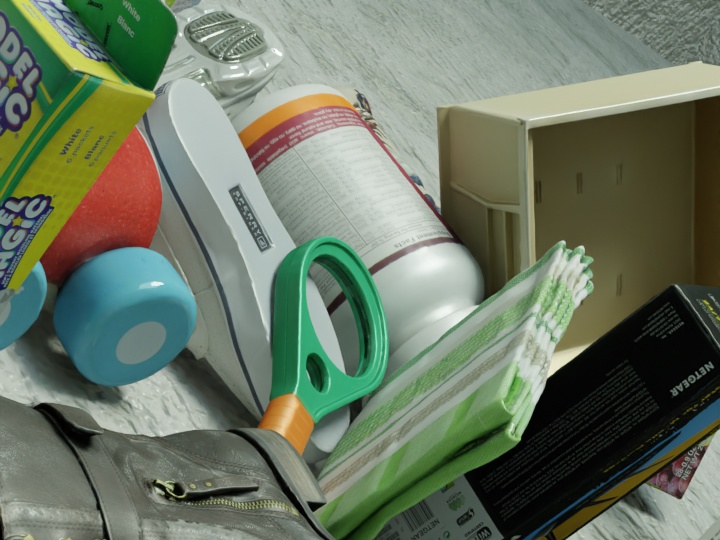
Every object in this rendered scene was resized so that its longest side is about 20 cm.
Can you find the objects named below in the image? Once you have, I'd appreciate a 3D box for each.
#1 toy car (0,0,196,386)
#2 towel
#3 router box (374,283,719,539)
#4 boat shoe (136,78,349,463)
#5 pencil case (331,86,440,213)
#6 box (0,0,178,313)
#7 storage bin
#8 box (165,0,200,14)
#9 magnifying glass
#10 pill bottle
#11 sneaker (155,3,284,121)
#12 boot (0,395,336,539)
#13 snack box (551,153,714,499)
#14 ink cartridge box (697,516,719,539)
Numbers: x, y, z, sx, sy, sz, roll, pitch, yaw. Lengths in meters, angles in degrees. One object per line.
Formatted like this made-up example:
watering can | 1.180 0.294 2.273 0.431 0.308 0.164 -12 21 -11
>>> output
toy car | -0.132 -0.087 0.801 0.176 0.200 0.185 14 30 -49
towel | 0.036 0.068 0.832 0.031 0.149 0.200 47 25 -5
router box | 0.107 0.084 0.875 0.051 0.200 0.149 57 21 16
boat shoe | -0.073 0.008 0.917 0.201 0.070 0.071 64 28 -4
pencil case | 0.012 -0.044 1.226 0.089 0.078 0.200 -1 38 -34
box | -0.154 -0.044 0.648 0.117 0.200 0.048 48 18 29
storage bin | 0.153 -0.011 1.071 0.199 0.200 0.094 -13 19 -29
box | -0.169 -0.173 1.110 0.101 0.113 0.200 38 16 1
magnifying glass | -0.028 0.055 0.870 0.080 0.022 0.200 58 28 -23
pill bottle | 0.000 0.000 1.022 0.200 0.110 0.109 52 20 25
sneaker | -0.125 -0.075 1.014 0.199 0.100 0.078 -23 55 -42
boot | -0.072 0.116 0.675 0.173 0.069 0.200 14 26 -45
snack box | 0.166 0.034 1.188 0.199 0.170 0.068 27 0 -33
ink cartridge box | 0.277 0.241 1.050 0.146 0.083 0.200 32 18 -27
